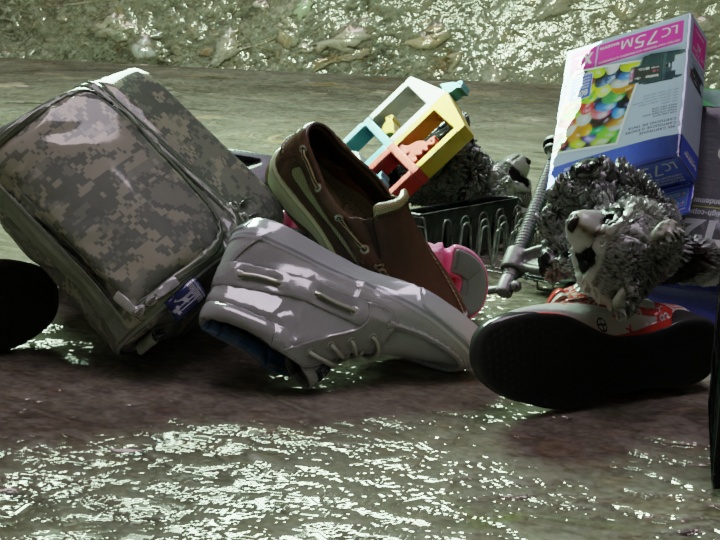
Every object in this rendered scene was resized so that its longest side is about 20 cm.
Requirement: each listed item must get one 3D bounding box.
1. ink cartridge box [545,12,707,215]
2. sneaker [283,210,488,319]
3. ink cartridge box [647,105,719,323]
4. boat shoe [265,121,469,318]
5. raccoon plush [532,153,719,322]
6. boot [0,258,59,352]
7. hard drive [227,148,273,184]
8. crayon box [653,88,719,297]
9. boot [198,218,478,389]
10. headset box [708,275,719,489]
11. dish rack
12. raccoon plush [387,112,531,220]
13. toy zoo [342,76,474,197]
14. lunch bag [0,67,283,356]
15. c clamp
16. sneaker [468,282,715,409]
[{"bbox_3d":[0.218,-0.117,1.192,0.119,0.042,0.200,-14,47,32],"label":"ink cartridge box"},{"bbox_3d":[0.000,0.000,1.185,0.199,0.079,0.095,15,0,-10],"label":"sneaker"},{"bbox_3d":[0.321,-0.034,1.134,0.197,0.200,0.047,8,-28,26],"label":"ink cartridge box"},{"bbox_3d":[0.011,-0.028,1.091,0.202,0.075,0.075,45,48,5],"label":"boat shoe"},{"bbox_3d":[0.216,-0.015,1.002,0.199,0.097,0.134,2,20,-25],"label":"raccoon plush"},{"bbox_3d":[-0.343,0.022,1.078,0.200,0.073,0.150,-17,21,-39],"label":"boot"},{"bbox_3d":[-0.172,-0.041,1.237,0.199,0.135,0.042,3,30,0],"label":"hard drive"},{"bbox_3d":[0.276,-0.058,1.230,0.118,0.200,0.058,7,-27,23],"label":"crayon box"},{"bbox_3d":[-0.015,0.047,1.020,0.200,0.096,0.074,24,-29,-2],"label":"boot"},{"bbox_3d":[0.314,0.071,0.872,0.199,0.093,0.174,4,13,11],"label":"headset box"},{"bbox_3d":[0.159,-0.026,1.367,0.200,0.055,0.153,13,18,42],"label":"dish rack"},{"bbox_3d":[0.086,-0.072,1.537,0.200,0.134,0.097,-32,11,18],"label":"raccoon plush"},{"bbox_3d":[0.032,-0.120,1.467,0.020,0.200,0.131,44,5,-37],"label":"toy zoo"},{"bbox_3d":[-0.180,-0.038,1.083,0.200,0.139,0.168,45,35,8],"label":"lunch bag"},{"bbox_3d":[0.167,-0.057,1.223,0.171,0.027,0.200,0,51,44],"label":"c clamp"},{"bbox_3d":[0.142,0.049,1.016,0.201,0.067,0.108,-1,12,-27],"label":"sneaker"}]
